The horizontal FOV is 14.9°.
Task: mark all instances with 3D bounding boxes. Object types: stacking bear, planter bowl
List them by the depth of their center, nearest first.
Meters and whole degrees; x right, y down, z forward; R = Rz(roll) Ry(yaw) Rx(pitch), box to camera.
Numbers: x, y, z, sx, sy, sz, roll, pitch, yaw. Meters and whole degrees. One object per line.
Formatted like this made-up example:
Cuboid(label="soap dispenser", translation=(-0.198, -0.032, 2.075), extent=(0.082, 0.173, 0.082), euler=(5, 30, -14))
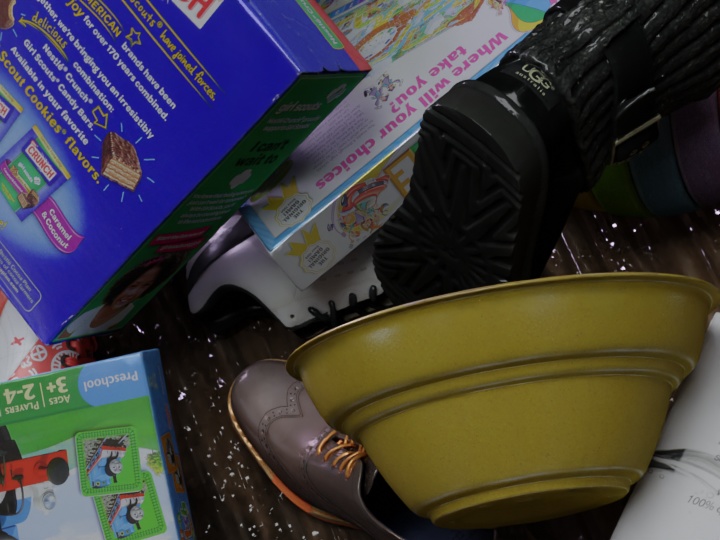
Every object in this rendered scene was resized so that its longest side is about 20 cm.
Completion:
Cuboid(label="planter bowl", translation=(0.070, 0.067, 1.232), extent=(0.199, 0.200, 0.084), euler=(-11, 76, 11))
Cuboid(label="stacking bear", translation=(0.121, -0.082, 1.388), extent=(0.199, 0.122, 0.114), euler=(-3, 57, 24))

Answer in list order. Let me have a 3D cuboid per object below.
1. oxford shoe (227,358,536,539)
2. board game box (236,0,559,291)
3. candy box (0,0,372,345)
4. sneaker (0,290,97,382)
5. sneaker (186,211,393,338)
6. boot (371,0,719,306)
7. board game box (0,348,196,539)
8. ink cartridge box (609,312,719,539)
Cuboid(label="oxford shoe", translation=(0.007, 0.092, 1.338), extent=(0.199, 0.073, 0.071), euler=(32, 75, 30))
Cuboid(label="board game box", translation=(0.012, -0.097, 1.376), extent=(0.200, 0.034, 0.135), euler=(-39, 42, 1))
Cuboid(label="candy box", translation=(-0.123, -0.092, 1.330), extent=(0.200, 0.077, 0.169), euler=(-45, 76, 26))
Cuboid(label="sneaker", translation=(-0.153, 0.076, 1.404), extent=(0.107, 0.067, 0.202), euler=(21, 73, 25))
Cuboid(label="sneaker", translation=(0.000, 0.000, 1.402), extent=(0.199, 0.074, 0.081), euler=(0, 65, 27))
Cuboid(label="boot", translation=(0.093, -0.056, 1.288), extent=(0.079, 0.211, 0.158), euler=(41, 62, 12))
Cuboid(label="board game box", translation=(-0.151, 0.152, 1.324), extent=(0.150, 0.037, 0.201), euler=(-12, 89, 10))
Cuboid(label="ink cartridge box", translation=(0.194, 0.137, 1.248), extent=(0.144, 0.084, 0.201), euler=(18, 68, 25))
